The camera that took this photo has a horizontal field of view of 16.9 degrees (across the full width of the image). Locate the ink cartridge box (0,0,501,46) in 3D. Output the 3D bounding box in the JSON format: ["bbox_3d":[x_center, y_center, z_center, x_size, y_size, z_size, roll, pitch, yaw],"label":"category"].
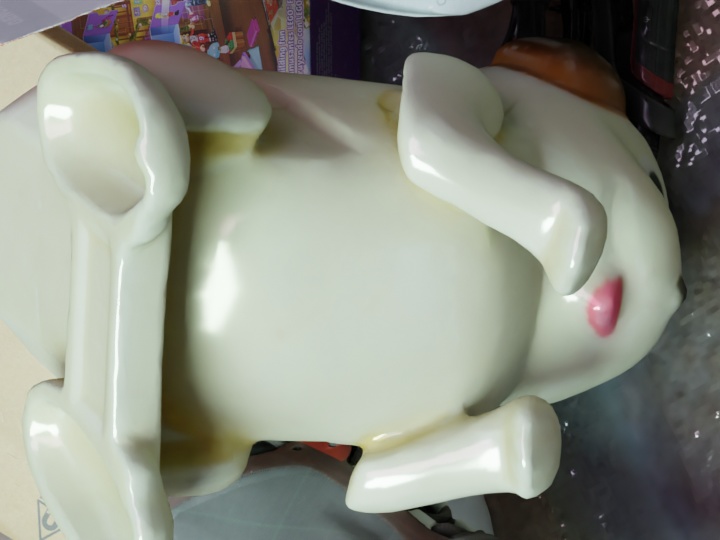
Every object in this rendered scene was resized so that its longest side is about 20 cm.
[{"bbox_3d":[-0.034,-0.100,0.711,0.162,0.199,0.057,32,146,57],"label":"ink cartridge box"}]

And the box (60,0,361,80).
[{"bbox_3d":[-0.067,-0.116,0.855,0.136,0.039,0.201,-4,82,29],"label":"box"}]

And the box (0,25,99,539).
[{"bbox_3d":[-0.096,0.013,0.811,0.199,0.021,0.164,31,108,5],"label":"box"}]

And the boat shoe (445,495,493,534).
[{"bbox_3d":[0.014,0.159,0.758,0.068,0.072,0.201,-16,74,25],"label":"boat shoe"}]

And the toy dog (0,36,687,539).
[{"bbox_3d":[0.000,0.000,0.694,0.194,0.199,0.140,21,113,62],"label":"toy dog"}]

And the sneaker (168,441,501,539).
[{"bbox_3d":[0.000,0.079,0.714,0.199,0.077,0.082,6,67,27],"label":"sneaker"}]

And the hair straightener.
[{"bbox_3d":[0.073,-0.107,0.783,0.077,0.041,0.201,0,89,33],"label":"hair straightener"}]
